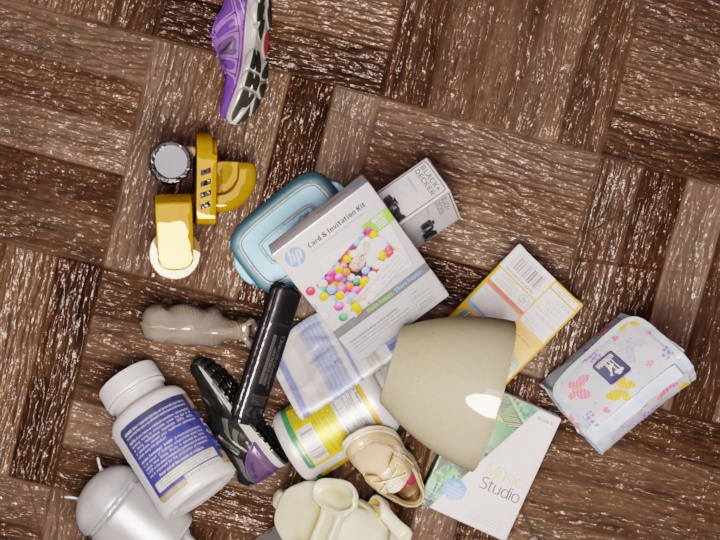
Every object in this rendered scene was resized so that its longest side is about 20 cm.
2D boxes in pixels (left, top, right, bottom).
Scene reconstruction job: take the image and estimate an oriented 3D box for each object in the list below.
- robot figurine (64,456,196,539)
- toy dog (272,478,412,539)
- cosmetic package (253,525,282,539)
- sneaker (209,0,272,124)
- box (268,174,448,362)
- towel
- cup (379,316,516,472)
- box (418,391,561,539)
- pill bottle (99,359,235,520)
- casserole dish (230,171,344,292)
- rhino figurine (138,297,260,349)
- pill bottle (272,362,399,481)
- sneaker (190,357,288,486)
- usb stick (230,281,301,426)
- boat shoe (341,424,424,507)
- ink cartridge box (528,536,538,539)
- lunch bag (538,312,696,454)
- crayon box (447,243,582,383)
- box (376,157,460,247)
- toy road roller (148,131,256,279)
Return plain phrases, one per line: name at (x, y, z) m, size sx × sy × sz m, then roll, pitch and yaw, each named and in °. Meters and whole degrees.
robot figurine at (-0.320, 0.356, 1.375) m, size 0.200 × 0.113 × 0.170 m, roll 41°, pitch 65°, yaw -4°
toy dog at (-0.017, 0.371, 1.351) m, size 0.199 × 0.193 × 0.141 m, roll 28°, pitch 72°, yaw -43°
cosmetic package at (-0.105, 0.431, 1.341) m, size 0.074 × 0.200 × 0.102 m, roll -34°, pitch 94°, yaw 2°
sneaker at (-0.174, -0.305, 1.358) m, size 0.083 × 0.081 × 0.202 m, roll 6°, pitch 87°, yaw 15°
box at (0.000, 0.000, 1.271) m, size 0.155 × 0.041 × 0.200 m, roll -36°, pitch 113°, yaw 2°
towel at (-0.033, 0.105, 1.361) m, size 0.199 × 0.147 × 0.024 m, roll -34°, pitch 138°, yaw 0°
cup at (0.105, 0.142, 1.255) m, size 0.142 × 0.200 × 0.202 m, roll 16°, pitch 94°, yaw 2°
box at (0.187, 0.274, 1.417) m, size 0.143 × 0.036 × 0.201 m, roll 24°, pitch 92°, yaw -3°
pill bottle at (-0.274, 0.231, 1.349) m, size 0.119 × 0.120 × 0.201 m, roll -37°, pitch 76°, yaw 2°
casserole dish at (-0.096, -0.053, 1.386) m, size 0.200 × 0.039 × 0.121 m, roll -38°, pitch 95°, yaw 1°
rhino figurine at (-0.217, 0.078, 1.368) m, size 0.198 × 0.087 × 0.060 m, roll 5°, pitch 96°, yaw -3°
pill bottle at (-0.014, 0.201, 1.369) m, size 0.199 × 0.113 × 0.113 m, roll -32°, pitch 94°, yaw 2°
sneaker at (-0.196, 0.222, 1.390) m, size 0.087 × 0.076 × 0.201 m, roll -36°, pitch 94°, yaw 8°
usb stick at (-0.131, 0.115, 1.344) m, size 0.032 × 0.055 × 0.202 m, roll 14°, pitch 84°, yaw 37°
boat shoe at (0.041, 0.275, 1.339) m, size 0.073 × 0.200 × 0.069 m, roll -35°, pitch 52°, yaw 8°
ink cartridge box at (0.268, 0.511, 1.421) m, size 0.116 × 0.067 × 0.201 m, roll -33°, pitch 94°, yaw 2°
lunch bag at (0.351, 0.151, 1.329) m, size 0.169 × 0.200 × 0.127 m, roll -40°, pitch 94°, yaw 3°
crayon box at (0.201, 0.078, 1.382) m, size 0.200 × 0.052 × 0.126 m, roll -46°, pitch 80°, yaw 2°
box at (0.036, -0.058, 1.343) m, size 0.199 × 0.117 × 0.060 m, roll -35°, pitch 68°, yaw 1°
toy road roller at (-0.219, -0.090, 1.342) m, size 0.145 × 0.123 × 0.202 m, roll 0°, pitch 94°, yaw -12°
